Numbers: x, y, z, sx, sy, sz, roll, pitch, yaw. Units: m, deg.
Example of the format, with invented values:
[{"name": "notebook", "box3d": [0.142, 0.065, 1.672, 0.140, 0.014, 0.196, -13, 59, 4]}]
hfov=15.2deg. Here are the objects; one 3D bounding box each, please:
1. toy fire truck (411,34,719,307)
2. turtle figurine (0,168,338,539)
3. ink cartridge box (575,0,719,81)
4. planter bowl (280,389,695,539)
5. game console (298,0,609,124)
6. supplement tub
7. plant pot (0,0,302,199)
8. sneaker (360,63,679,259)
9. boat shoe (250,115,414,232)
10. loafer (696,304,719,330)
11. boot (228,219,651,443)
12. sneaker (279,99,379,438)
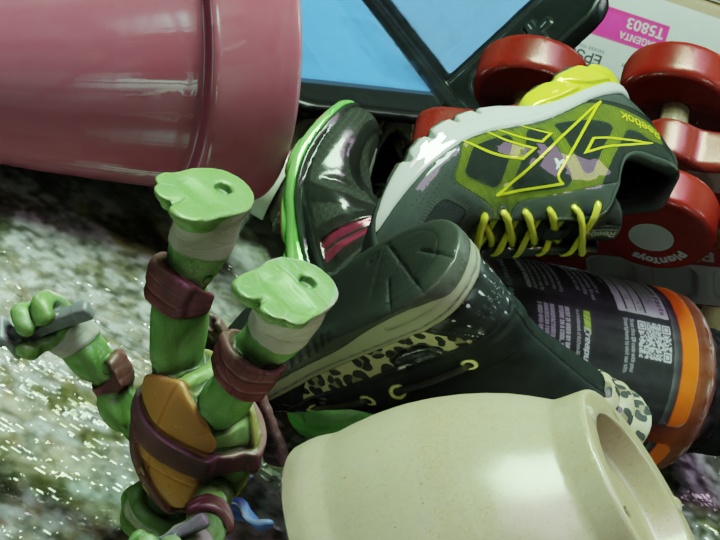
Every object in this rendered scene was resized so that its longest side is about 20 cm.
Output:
[{"name": "toy fire truck", "box3d": [0.132, -0.037, 1.517, 0.199, 0.168, 0.112, 4, 55, 13]}, {"name": "turtle figurine", "box3d": [-0.105, 0.061, 1.199, 0.199, 0.194, 0.144, 14, 35, -18]}, {"name": "ink cartridge box", "box3d": [0.157, -0.160, 1.803, 0.199, 0.075, 0.165, 16, 3, -20]}, {"name": "planter bowl", "box3d": [0.075, 0.136, 1.204, 0.200, 0.134, 0.200, 54, 16, -23]}, {"name": "game console", "box3d": [0.019, -0.172, 1.590, 0.116, 0.176, 0.200, 41, 10, -40]}, {"name": "supplement tub", "box3d": [0.120, 0.053, 1.483, 0.199, 0.107, 0.107, 13, 34, -27]}, {"name": "plant pot", "box3d": [-0.145, -0.131, 1.474, 0.178, 0.200, 0.200, -4, 41, -21]}, {"name": "sneaker", "box3d": [0.085, -0.039, 1.356, 0.200, 0.075, 0.085, -32, 61, -34]}, {"name": "boat shoe", "box3d": [-0.002, -0.070, 1.601, 0.060, 0.072, 0.202, 32, 32, 7]}, {"name": "loafer", "box3d": [0.237, 0.030, 1.645, 0.067, 0.076, 0.200, 38, 31, 29]}, {"name": "boot", "box3d": [0.027, 0.062, 1.317, 0.154, 0.203, 0.074, 38, 51, -24]}, {"name": "sneaker", "box3d": [0.000, 0.000, 1.441, 0.083, 0.077, 0.201, -4, 59, 9]}]
